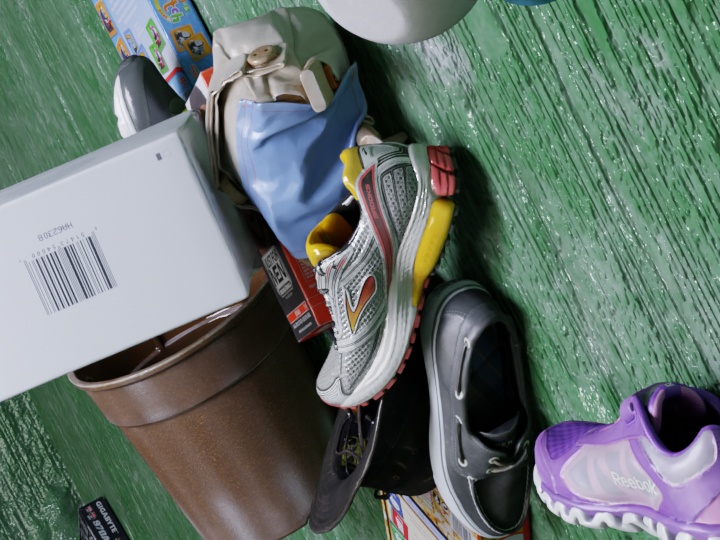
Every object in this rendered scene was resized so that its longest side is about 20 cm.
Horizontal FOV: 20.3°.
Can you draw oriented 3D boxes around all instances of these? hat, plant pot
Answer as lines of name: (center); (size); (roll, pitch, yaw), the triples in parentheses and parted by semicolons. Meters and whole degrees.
hat: (0.034, 0.102, 1.398); (0.081, 0.202, 0.201); (22, 162, -7)
plant pot: (-0.113, 0.117, 1.700); (0.199, 0.200, 0.200); (61, 163, -20)

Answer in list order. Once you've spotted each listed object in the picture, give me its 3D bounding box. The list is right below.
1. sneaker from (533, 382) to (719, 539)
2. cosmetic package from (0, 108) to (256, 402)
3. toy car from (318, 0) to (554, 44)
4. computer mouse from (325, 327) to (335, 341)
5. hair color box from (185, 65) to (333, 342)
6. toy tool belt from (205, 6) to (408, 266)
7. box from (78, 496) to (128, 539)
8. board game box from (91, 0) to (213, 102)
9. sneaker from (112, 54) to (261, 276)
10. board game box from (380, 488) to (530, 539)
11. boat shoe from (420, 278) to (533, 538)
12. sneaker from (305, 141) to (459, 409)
sneaker: (0.162, 0.099, 1.095); (0.200, 0.080, 0.089); (14, 122, 60)
cosmetic package: (-0.185, -0.013, 1.380); (0.200, 0.198, 0.123); (-98, -14, -79)
toy car: (0.069, -0.189, 0.859); (0.149, 0.176, 0.200); (22, 152, 5)
computer mouse: (-0.025, 0.023, 1.570); (0.200, 0.034, 0.059); (53, 178, 42)
hair color box: (-0.056, -0.055, 1.467); (0.201, 0.061, 0.102); (65, 166, 4)
toy tool belt: (-0.031, -0.065, 1.311); (0.123, 0.124, 0.201); (-128, 19, -53)
box: (-0.377, 0.452, 3.080); (0.159, 0.046, 0.200); (57, 161, 19)
board game box: (-0.174, -0.206, 1.637); (0.201, 0.036, 0.151); (62, 161, 0)
sneaker: (-0.113, -0.089, 1.551); (0.200, 0.084, 0.075); (56, -153, -20)
board game box: (0.071, 0.204, 1.520); (0.152, 0.046, 0.201); (47, 156, 39)
boat shoe: (0.082, 0.101, 1.317); (0.057, 0.068, 0.201); (36, 146, 53)
sneaker: (0.000, 0.000, 1.277); (0.078, 0.082, 0.201); (-98, 20, -56)
